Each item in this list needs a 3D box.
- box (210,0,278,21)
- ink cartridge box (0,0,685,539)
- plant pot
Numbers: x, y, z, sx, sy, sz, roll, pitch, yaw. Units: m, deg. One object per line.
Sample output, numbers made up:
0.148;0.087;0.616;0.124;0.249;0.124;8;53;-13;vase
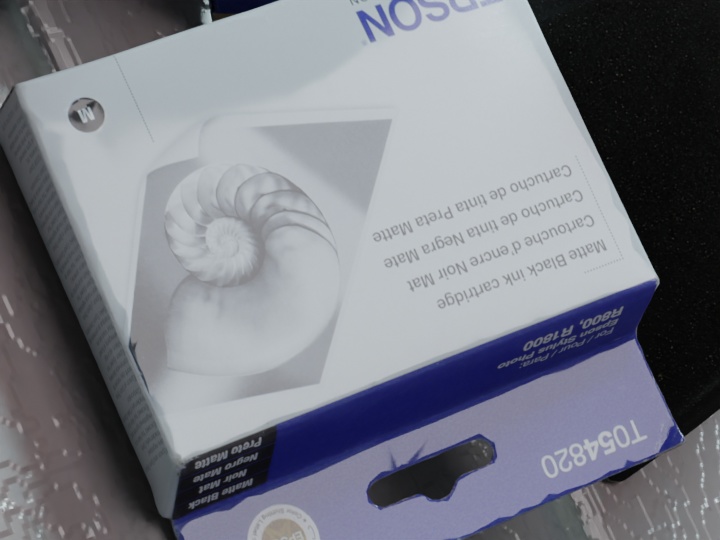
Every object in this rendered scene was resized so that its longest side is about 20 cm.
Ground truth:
-0.046;-0.193;1.003;0.032;0.200;0.121;-2;60;3;box
0.000;0.000;0.979;0.199;0.041;0.200;-21;81;-23;ink cartridge box
0.140;-0.073;1.118;0.200;0.177;0.200;51;41;-7;plant pot
